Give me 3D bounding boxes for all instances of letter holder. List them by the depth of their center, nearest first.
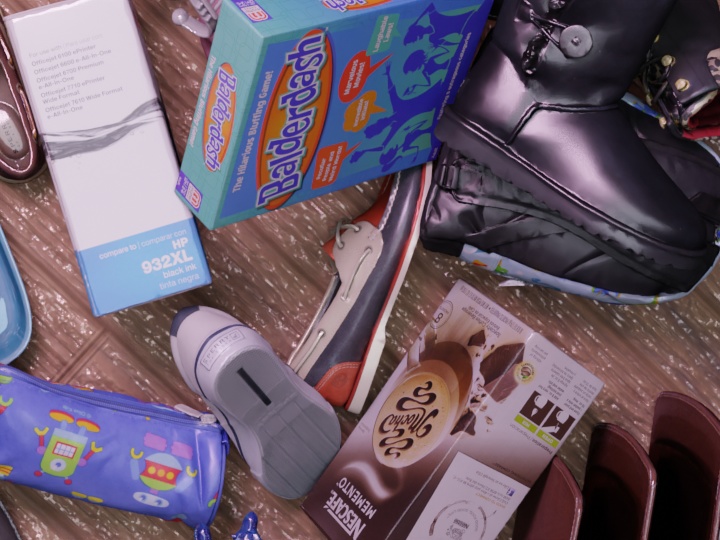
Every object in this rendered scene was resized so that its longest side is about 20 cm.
[{"bbox_3d":[0.175,0.151,1.314,0.100,0.200,0.143,9,94,-5],"label":"letter holder"}]

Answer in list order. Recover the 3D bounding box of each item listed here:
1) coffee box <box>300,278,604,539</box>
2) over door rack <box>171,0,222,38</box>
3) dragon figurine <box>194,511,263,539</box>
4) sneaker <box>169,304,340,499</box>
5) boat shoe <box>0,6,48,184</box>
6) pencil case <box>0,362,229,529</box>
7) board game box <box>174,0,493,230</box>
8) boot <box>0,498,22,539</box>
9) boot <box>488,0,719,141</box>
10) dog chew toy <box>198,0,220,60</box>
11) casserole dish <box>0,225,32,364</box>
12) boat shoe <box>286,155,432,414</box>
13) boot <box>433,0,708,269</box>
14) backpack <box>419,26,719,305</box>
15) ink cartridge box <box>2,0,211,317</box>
[{"bbox_3d":[0.061,0.122,1.338,0.080,0.113,0.201,34,91,-31],"label":"coffee box"},{"bbox_3d":[-0.104,-0.264,1.186,0.066,0.200,0.148,19,64,32],"label":"over door rack"},{"bbox_3d":[-0.103,0.262,1.354,0.058,0.099,0.202,6,94,-4],"label":"dragon figurine"},{"bbox_3d":[-0.070,0.085,1.326,0.073,0.200,0.071,-38,53,-10],"label":"sneaker"},{"bbox_3d":[-0.273,-0.150,1.321,0.072,0.072,0.201,-26,96,-2],"label":"boat shoe"},{"bbox_3d":[-0.183,0.118,1.329,0.199,0.078,0.087,16,110,-18],"label":"pencil case"},{"bbox_3d":[-0.014,-0.118,1.233,0.199,0.153,0.045,-19,53,-37],"label":"board game box"},{"bbox_3d":[-0.289,0.259,1.355,0.182,0.073,0.201,-39,103,-14],"label":"boot"},{"bbox_3d":[0.173,-0.159,1.290,0.202,0.154,0.074,-3,139,-28],"label":"boot"},{"bbox_3d":[-0.009,-0.181,1.319,0.199,0.125,0.125,-29,96,-10],"label":"dog chew toy"},{"bbox_3d":[-0.304,-0.008,1.348,0.120,0.039,0.201,-21,95,-2],"label":"casserole dish"},{"bbox_3d":[0.000,0.000,1.358,0.062,0.071,0.201,18,97,-3],"label":"boat shoe"},{"bbox_3d":[0.164,-0.115,1.219,0.199,0.076,0.169,31,107,7],"label":"boot"},{"bbox_3d":[0.158,-0.055,1.336,0.199,0.154,0.164,17,84,10],"label":"backpack"},{"bbox_3d":[-0.166,-0.081,1.298,0.083,0.145,0.201,-16,96,-3],"label":"ink cartridge box"}]
